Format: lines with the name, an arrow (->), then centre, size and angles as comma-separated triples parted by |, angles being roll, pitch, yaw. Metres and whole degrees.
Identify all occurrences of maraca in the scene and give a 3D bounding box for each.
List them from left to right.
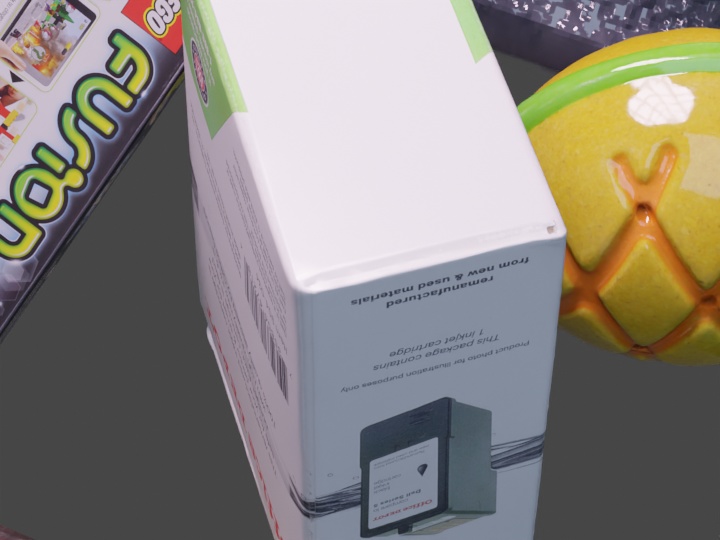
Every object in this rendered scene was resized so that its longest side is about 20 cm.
maraca -> 0.138, -0.025, 0.925 | 0.199, 0.138, 0.107 | -2, 48, 3

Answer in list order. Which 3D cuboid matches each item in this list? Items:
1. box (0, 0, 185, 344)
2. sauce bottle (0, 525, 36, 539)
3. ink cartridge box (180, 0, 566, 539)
box -> -0.134, -0.054, 0.904 | 0.110, 0.035, 0.200 | 37, 114, -2
sauce bottle -> -0.117, 0.129, 0.927 | 0.200, 0.066, 0.066 | 42, 85, -2
ink cartridge box -> 0.000, 0.000, 0.854 | 0.084, 0.200, 0.146 | -13, 56, -10
